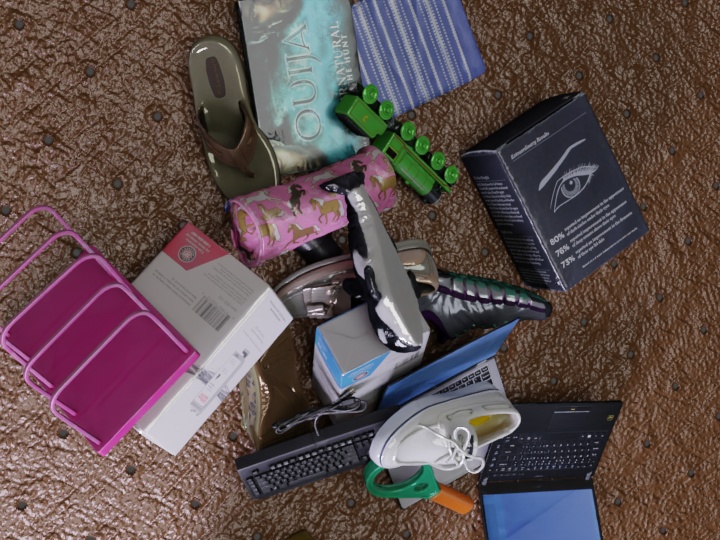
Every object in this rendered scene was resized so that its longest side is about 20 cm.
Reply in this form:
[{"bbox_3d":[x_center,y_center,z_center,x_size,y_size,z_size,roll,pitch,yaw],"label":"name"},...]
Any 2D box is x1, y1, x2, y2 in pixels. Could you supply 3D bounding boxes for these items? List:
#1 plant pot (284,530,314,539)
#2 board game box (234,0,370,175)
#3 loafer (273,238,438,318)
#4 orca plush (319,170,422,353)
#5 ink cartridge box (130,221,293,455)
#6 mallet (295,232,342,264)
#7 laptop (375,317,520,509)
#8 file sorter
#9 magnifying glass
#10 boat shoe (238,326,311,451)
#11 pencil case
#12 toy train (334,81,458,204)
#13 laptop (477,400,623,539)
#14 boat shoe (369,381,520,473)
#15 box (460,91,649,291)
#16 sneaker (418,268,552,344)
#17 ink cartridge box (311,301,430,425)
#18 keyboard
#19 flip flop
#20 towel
[{"bbox_3d":[-0.078,0.445,1.190,0.192,0.200,0.198,-26,100,-17],"label":"plant pot"},{"bbox_3d":[-0.065,-0.219,1.239,0.133,0.028,0.204,-12,101,-15],"label":"board game box"},{"bbox_3d":[-0.005,0.020,1.240,0.197,0.072,0.063,-18,55,-4],"label":"loafer"},{"bbox_3d":[0.000,0.000,1.141,0.070,0.105,0.202,-25,94,26],"label":"orca plush"},{"bbox_3d":[-0.195,0.072,1.152,0.200,0.146,0.083,-49,150,-11],"label":"ink cartridge box"},{"bbox_3d":[-0.001,-0.082,1.281,0.200,0.041,0.066,-44,105,-17],"label":"mallet"},{"bbox_3d":[0.118,0.175,1.285,0.185,0.116,0.203,-24,105,-18],"label":"laptop"},{"bbox_3d":[-0.290,0.052,1.070,0.139,0.199,0.126,-45,149,-9],"label":"file sorter"},{"bbox_3d":[0.076,0.259,1.288,0.079,0.023,0.199,-37,136,18],"label":"magnifying glass"},{"bbox_3d":[-0.105,0.144,1.242,0.072,0.062,0.204,-12,104,-33],"label":"boat shoe"},{"bbox_3d":[-0.052,-0.074,1.189,0.198,0.087,0.084,-24,143,-26],"label":"pencil case"},{"bbox_3d":[0.045,-0.147,1.265,0.200,0.042,0.057,40,78,-35],"label":"toy train"},{"bbox_3d":[0.249,0.275,1.350,0.174,0.104,0.203,1,122,-21],"label":"laptop"},{"bbox_3d":[0.107,0.190,1.201,0.200,0.086,0.076,-12,125,-39],"label":"boat shoe"},{"bbox_3d":[0.242,-0.098,1.333,0.147,0.104,0.202,-32,102,-16],"label":"box"},{"bbox_3d":[0.138,0.053,1.328,0.197,0.074,0.089,13,99,-10],"label":"sneaker"},{"bbox_3d":[0.007,0.110,1.240,0.115,0.201,0.067,-25,66,-18],"label":"ink cartridge box"},{"bbox_3d":[-0.044,0.195,1.200,0.197,0.021,0.128,-19,131,-1],"label":"keyboard"},{"bbox_3d":[-0.146,-0.160,1.188,0.080,0.058,0.203,-11,108,8],"label":"flip flop"},{"bbox_3d":[0.049,-0.270,1.299,0.198,0.024,0.147,-27,103,-15],"label":"towel"}]
